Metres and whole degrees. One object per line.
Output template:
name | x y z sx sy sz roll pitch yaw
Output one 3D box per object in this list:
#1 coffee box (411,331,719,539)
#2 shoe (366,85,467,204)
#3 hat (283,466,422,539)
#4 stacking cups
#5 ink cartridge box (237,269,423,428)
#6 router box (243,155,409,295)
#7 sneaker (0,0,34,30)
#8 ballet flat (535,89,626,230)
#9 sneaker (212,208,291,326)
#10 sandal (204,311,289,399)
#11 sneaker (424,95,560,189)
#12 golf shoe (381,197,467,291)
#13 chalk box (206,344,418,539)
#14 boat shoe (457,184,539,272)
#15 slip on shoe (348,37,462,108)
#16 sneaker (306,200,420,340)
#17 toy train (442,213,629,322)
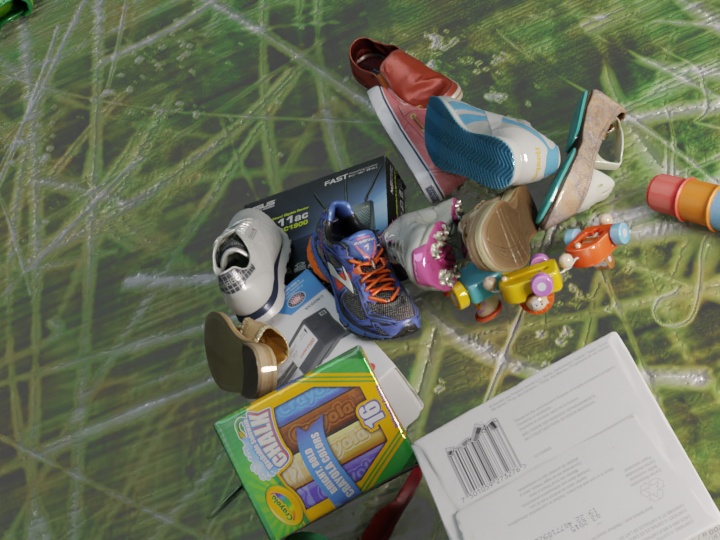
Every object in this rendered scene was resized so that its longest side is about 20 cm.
coffee box | 0.189 0.219 1.081 0.199 0.198 0.201 -28 46 5
shoe | 0.082 -0.170 1.575 0.091 0.072 0.201 -30 49 2
hat | 0.017 0.316 1.233 0.165 0.175 0.202 32 111 43
stacking cups | 0.382 -0.060 1.312 0.199 0.061 0.061 24 68 46
ink cartridge box | -0.049 0.115 1.395 0.145 0.084 0.200 -39 44 -5
router box | -0.043 -0.036 1.536 0.198 0.062 0.151 -18 45 17
sneaker | -0.584 -0.478 2.248 0.083 0.074 0.200 32 68 18
ballet flat | 0.251 -0.117 1.430 0.067 0.068 0.201 24 61 -1
sneaker | -0.128 -0.023 1.462 0.076 0.081 0.201 -32 31 12
sandal | -0.103 0.090 1.344 0.069 0.078 0.211 -1 8 -21
sneaker | 0.138 -0.142 1.447 0.080 0.077 0.200 -8 29 -29
golf shoe | 0.062 -0.020 1.377 0.091 0.076 0.200 -8 13 15
chalk box | -0.060 0.174 1.231 0.199 0.125 0.125 -27 84 -5
boat shoe | 0.137 -0.036 1.358 0.064 0.072 0.200 -19 7 23
slip on shoe | 0.051 -0.247 1.663 0.074 0.061 0.200 -44 46 -12
sneaker | 0.000 0.000 1.370 0.075 0.079 0.200 -16 44 -26
toy train | 0.184 0.004 1.379 0.199 0.056 0.150 -9 22 38
